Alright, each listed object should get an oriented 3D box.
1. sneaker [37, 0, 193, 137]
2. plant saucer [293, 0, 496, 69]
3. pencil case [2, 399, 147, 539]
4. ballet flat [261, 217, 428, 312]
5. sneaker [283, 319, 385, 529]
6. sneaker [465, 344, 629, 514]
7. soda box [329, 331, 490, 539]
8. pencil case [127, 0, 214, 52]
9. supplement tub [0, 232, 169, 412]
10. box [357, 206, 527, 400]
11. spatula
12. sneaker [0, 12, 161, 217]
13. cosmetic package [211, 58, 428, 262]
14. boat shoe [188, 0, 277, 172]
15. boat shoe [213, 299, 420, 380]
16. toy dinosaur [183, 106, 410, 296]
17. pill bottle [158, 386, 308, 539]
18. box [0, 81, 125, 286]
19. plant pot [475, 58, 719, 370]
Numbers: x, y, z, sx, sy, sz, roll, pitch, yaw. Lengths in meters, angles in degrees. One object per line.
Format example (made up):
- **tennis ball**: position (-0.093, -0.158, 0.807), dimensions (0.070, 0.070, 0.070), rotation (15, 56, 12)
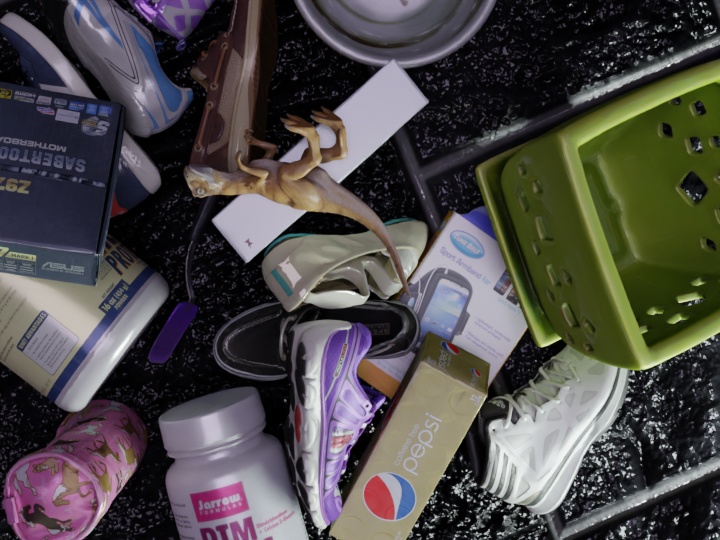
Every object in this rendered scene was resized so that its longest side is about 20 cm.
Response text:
- **sneaker**: position (-0.225, -0.212, 1.029), dimensions (0.072, 0.072, 0.201), rotation (-35, 91, -32)
- **plant saucer**: position (0.029, -0.279, 1.032), dimensions (0.196, 0.050, 0.204), rotation (0, 91, -4)
- **pencil case**: position (-0.242, 0.170, 0.990), dimensions (0.083, 0.200, 0.087), rotation (42, 94, -5)
- **ballet flat**: position (0.000, 0.000, 1.006), dimensions (0.198, 0.069, 0.071), rotation (-11, 98, -43)
- **sneaker**: position (-0.020, 0.136, 0.995), dimensions (0.082, 0.081, 0.203), rotation (-5, 119, -16)
- **sneaker**: position (0.166, 0.121, 1.052), dimensions (0.114, 0.076, 0.203), rotation (21, 96, -30)
- **soda box**: position (0.044, 0.162, 1.041), dimensions (0.067, 0.064, 0.202), rotation (26, 113, -1)
- **pencil case**: position (-0.134, -0.298, 1.009), dimensions (0.083, 0.086, 0.201), rotation (35, 92, -2)
- **supplement tub**: position (-0.282, 0.010, 1.000), dimensions (0.199, 0.145, 0.146), rotation (38, 93, -6)
- **box**: position (0.091, 0.041, 1.077), dimensions (0.118, 0.041, 0.201), rotation (34, 91, -6)
- **spatula**: position (-0.153, -0.010, 1.058), dimensions (0.020, 0.056, 0.203), rotation (16, 88, 12)
- **sneaker**: position (-0.267, -0.131, 1.022), dimensions (0.084, 0.075, 0.201), rotation (-39, 96, -3)
- **cosmetic package**: position (-0.035, -0.094, 1.001), dimensions (0.199, 0.151, 0.052), rotation (-41, 96, 1)
- **boat shoe**: position (-0.117, -0.176, 1.016), dimensions (0.071, 0.072, 0.204), rotation (3, 80, 9)
- **boat shoe**: position (-0.046, 0.056, 1.039), dimensions (0.197, 0.064, 0.072), rotation (-10, 81, 14)
- **toy dinosaur**: position (-0.037, -0.067, 0.909), dimensions (0.197, 0.061, 0.108), rotation (18, 117, 2)
- **pill bottle**: position (-0.112, 0.217, 1.045), dimensions (0.112, 0.113, 0.203), rotation (-15, 96, -1)
- **box**: position (-0.296, -0.078, 0.920), dimensions (0.197, 0.051, 0.160), rotation (9, 55, -10)
- **plant pot**: position (0.221, -0.044, 0.984), dimensions (0.197, 0.181, 0.203), rotation (-24, 98, -24)
